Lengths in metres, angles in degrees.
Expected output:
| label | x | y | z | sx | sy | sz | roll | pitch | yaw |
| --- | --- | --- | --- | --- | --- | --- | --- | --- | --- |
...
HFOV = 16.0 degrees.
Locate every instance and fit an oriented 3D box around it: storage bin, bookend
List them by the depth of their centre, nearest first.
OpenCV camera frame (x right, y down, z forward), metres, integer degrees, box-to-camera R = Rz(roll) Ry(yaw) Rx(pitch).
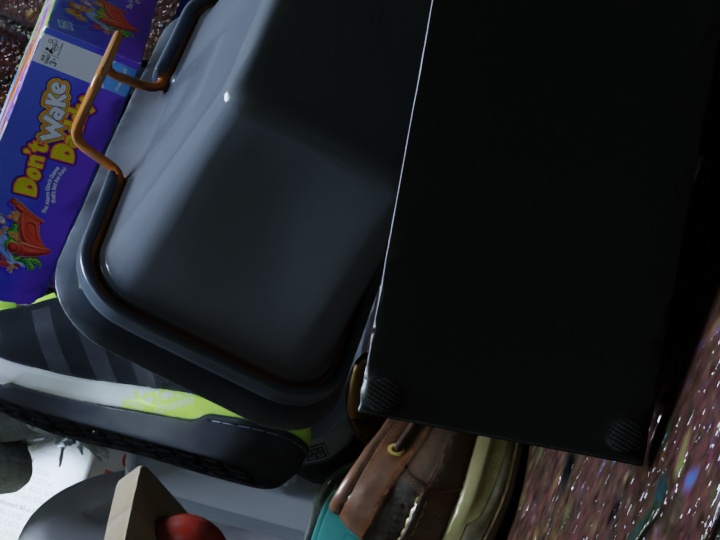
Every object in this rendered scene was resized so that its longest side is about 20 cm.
| label | x | y | z | sx | sy | sz | roll | pitch | yaw |
| --- | --- | --- | --- | --- | --- | --- | --- | --- | --- |
| bookend | 0.070 | -0.045 | 0.882 | 0.199 | 0.092 | 0.200 | 7 | -87 | -84 |
| storage bin | -0.029 | -0.067 | 1.013 | 0.134 | 0.145 | 0.200 | -55 | 12 | 45 |

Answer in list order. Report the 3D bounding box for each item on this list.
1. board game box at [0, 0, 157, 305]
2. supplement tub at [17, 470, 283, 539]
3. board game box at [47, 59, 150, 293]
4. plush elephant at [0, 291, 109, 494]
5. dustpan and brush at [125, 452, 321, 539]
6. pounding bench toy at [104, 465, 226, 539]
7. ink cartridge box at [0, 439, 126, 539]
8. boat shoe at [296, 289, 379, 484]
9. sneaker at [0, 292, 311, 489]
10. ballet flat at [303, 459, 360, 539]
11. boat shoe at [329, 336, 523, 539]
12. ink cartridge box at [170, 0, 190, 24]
| label | x | y | z | sx | sy | sz | roll | pitch | yaw |
| --- | --- | --- | --- | --- | --- | --- | --- | --- | --- |
| board game box | -0.136 | -0.089 | 1.196 | 0.200 | 0.045 | 0.135 | -87 | 21 | -62 |
| supplement tub | -0.103 | 0.213 | 1.223 | 0.145 | 0.145 | 0.200 | -79 | -1 | -60 |
| board game box | -0.038 | -0.012 | 1.223 | 0.032 | 0.200 | 0.120 | 118 | 173 | -79 |
| plush elephant | -0.219 | 0.059 | 1.201 | 0.200 | 0.155 | 0.165 | 42 | 146 | 56 |
| dustpan and brush | -0.017 | 0.021 | 1.176 | 0.057 | 0.139 | 0.200 | 97 | -171 | -63 |
| pounding bench toy | -0.077 | 0.208 | 1.034 | 0.156 | 0.200 | 0.124 | -35 | 17 | 13 |
| ink cartridge box | -0.140 | 0.143 | 1.345 | 0.115 | 0.068 | 0.200 | 27 | -102 | -52 |
| boat shoe | 0.000 | 0.000 | 1.133 | 0.057 | 0.069 | 0.200 | 63 | -138 | -58 |
| sneaker | -0.098 | 0.032 | 1.081 | 0.072 | 0.200 | 0.083 | 50 | -123 | -67 |
| ballet flat | -0.013 | 0.169 | 1.116 | 0.064 | 0.067 | 0.200 | -15 | -48 | -62 |
| boat shoe | 0.030 | 0.044 | 1.045 | 0.200 | 0.068 | 0.072 | -77 | 9 | -55 |
| ink cartridge box | 0.006 | -0.107 | 1.234 | 0.200 | 0.200 | 0.041 | 122 | 138 | -65 |
